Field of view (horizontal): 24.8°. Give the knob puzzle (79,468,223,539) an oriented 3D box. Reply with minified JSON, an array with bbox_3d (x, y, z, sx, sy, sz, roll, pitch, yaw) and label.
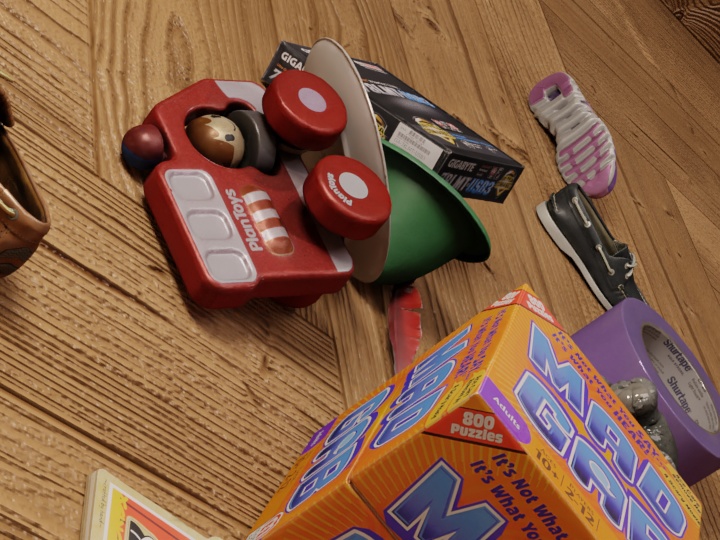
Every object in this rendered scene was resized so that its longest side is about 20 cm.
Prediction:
[{"bbox_3d":[-0.074,0.219,0.903,0.220,0.030,0.220,43,24,-24],"label":"knob puzzle"}]

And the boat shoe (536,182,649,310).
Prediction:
[{"bbox_3d":[0.289,-0.014,1.931,0.200,0.060,0.076,49,22,-12],"label":"boat shoe"}]

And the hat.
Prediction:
[{"bbox_3d":[0.000,0.000,1.392,0.166,0.176,0.200,44,-14,-18],"label":"hat"}]

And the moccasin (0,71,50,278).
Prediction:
[{"bbox_3d":[-0.237,-0.094,0.972,0.074,0.078,0.202,19,40,-54],"label":"moccasin"}]

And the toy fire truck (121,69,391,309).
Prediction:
[{"bbox_3d":[-0.087,-0.063,1.210,0.168,0.112,0.200,-2,55,-42],"label":"toy fire truck"}]

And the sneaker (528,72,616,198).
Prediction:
[{"bbox_3d":[0.294,-0.169,2.155,0.088,0.080,0.200,40,24,-48],"label":"sneaker"}]

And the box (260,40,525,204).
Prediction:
[{"bbox_3d":[0.035,-0.138,1.532,0.198,0.050,0.200,38,15,22],"label":"box"}]

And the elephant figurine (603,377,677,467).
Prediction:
[{"bbox_3d":[0.200,0.195,1.377,0.200,0.155,0.142,-78,171,-49],"label":"elephant figurine"}]

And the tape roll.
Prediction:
[{"bbox_3d":[0.301,0.133,1.709,0.200,0.085,0.200,44,23,-24],"label":"tape roll"}]

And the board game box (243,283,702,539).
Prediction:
[{"bbox_3d":[0.076,0.169,1.053,0.200,0.200,0.200,51,22,-5],"label":"board game box"}]

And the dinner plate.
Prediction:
[{"bbox_3d":[-0.021,-0.086,1.319,0.024,0.200,0.200,-11,58,-19],"label":"dinner plate"}]
